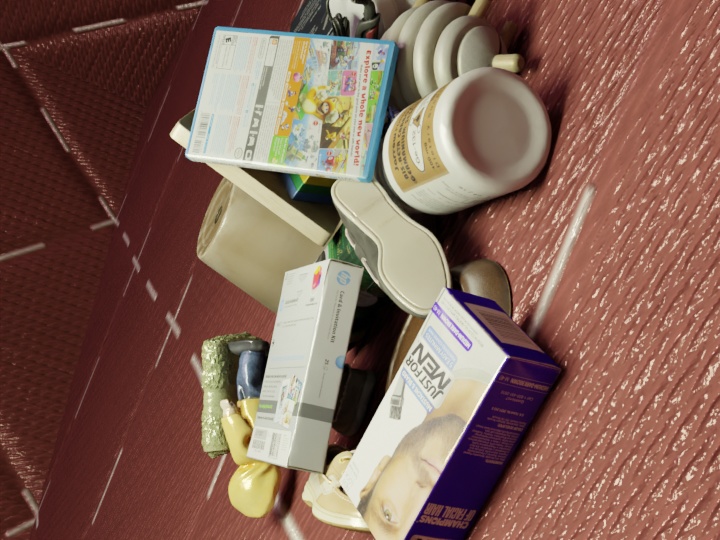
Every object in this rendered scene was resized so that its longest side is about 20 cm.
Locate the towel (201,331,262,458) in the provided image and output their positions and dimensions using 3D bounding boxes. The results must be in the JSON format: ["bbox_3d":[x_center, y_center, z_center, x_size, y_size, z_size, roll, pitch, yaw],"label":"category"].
[{"bbox_3d":[-0.152,0.150,1.484,0.200,0.036,0.150,15,-106,-78],"label":"towel"}]

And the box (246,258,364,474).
[{"bbox_3d":[-0.058,0.096,1.205,0.156,0.041,0.202,165,117,-70],"label":"box"}]

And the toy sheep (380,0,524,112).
[{"bbox_3d":[0.089,-0.216,1.238,0.199,0.137,0.139,6,74,51],"label":"toy sheep"}]

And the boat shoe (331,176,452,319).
[{"bbox_3d":[0.034,-0.017,1.150,0.200,0.067,0.057,56,170,40],"label":"boat shoe"}]

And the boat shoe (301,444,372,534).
[{"bbox_3d":[-0.008,0.202,1.131,0.200,0.073,0.070,-177,102,-71],"label":"boat shoe"}]

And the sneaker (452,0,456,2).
[{"bbox_3d":[0.037,-0.337,1.474,0.081,0.146,0.201,-43,31,51],"label":"sneaker"}]

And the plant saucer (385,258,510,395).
[{"bbox_3d":[0.072,0.079,1.111,0.201,0.032,0.201,-56,22,37],"label":"plant saucer"}]

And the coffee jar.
[{"bbox_3d":[0.000,0.000,1.309,0.200,0.085,0.105,-51,28,39],"label":"coffee jar"}]

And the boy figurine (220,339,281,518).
[{"bbox_3d":[-0.113,0.183,1.393,0.064,0.124,0.202,-9,77,41],"label":"boy figurine"}]

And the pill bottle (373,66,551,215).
[{"bbox_3d":[0.085,-0.114,1.151,0.200,0.114,0.115,-18,53,67],"label":"pill bottle"}]

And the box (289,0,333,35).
[{"bbox_3d":[-0.016,-0.317,1.649,0.197,0.117,0.201,-49,26,45],"label":"box"}]

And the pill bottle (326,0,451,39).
[{"bbox_3d":[0.054,-0.336,1.365,0.200,0.111,0.111,-46,5,-32],"label":"pill bottle"}]

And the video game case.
[{"bbox_3d":[-0.070,-0.169,1.211,0.018,0.199,0.144,40,-119,-68],"label":"video game case"}]

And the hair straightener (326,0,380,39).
[{"bbox_3d":[-0.016,-0.230,1.326,0.201,0.076,0.041,87,-154,-52],"label":"hair straightener"}]

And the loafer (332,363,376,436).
[{"bbox_3d":[-0.043,0.132,1.310,0.200,0.069,0.076,-10,60,69],"label":"loafer"}]

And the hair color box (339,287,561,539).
[{"bbox_3d":[0.068,0.129,0.981,0.201,0.064,0.109,-64,35,17],"label":"hair color box"}]

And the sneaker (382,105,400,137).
[{"bbox_3d":[0.054,-0.181,1.370,0.201,0.077,0.076,-65,21,16],"label":"sneaker"}]

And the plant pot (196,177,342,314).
[{"bbox_3d":[-0.103,-0.040,1.505,0.200,0.173,0.201,-52,25,37],"label":"plant pot"}]

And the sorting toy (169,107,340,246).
[{"bbox_3d":[-0.087,-0.139,1.338,0.070,0.199,0.199,-52,5,20],"label":"sorting toy"}]

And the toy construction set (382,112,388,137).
[{"bbox_3d":[-0.018,-0.193,1.455,0.130,0.200,0.093,-15,48,25],"label":"toy construction set"}]
